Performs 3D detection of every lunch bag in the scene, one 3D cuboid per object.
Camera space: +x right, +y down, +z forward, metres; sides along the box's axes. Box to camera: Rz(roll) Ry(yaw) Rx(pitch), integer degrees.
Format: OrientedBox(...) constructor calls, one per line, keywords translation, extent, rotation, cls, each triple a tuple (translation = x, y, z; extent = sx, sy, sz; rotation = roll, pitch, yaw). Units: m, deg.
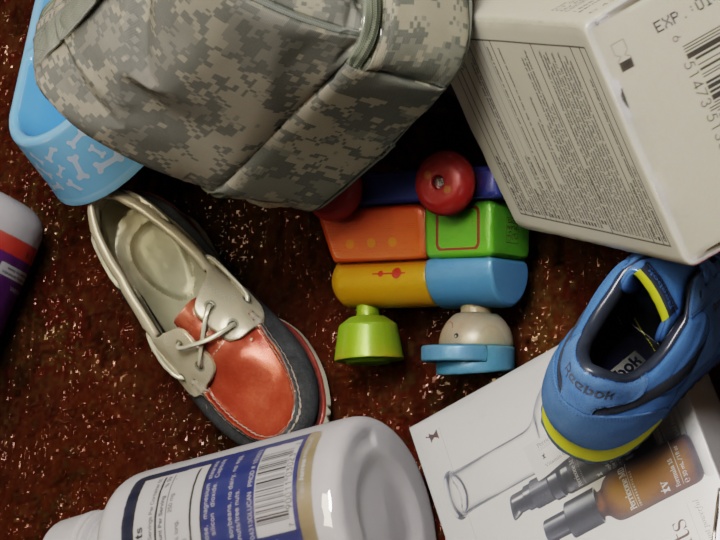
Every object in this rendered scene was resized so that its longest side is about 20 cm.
OrientedBox(translation=(-0.058, -0.131, 1.374), extent=(0.200, 0.167, 0.140), rotation=(-38, 51, 53), cls="lunch bag")

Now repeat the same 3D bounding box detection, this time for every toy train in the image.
OrientedBox(translation=(0.000, 0.000, 1.495), extent=(0.199, 0.084, 0.117), rotation=(-2, 85, 32), cls="toy train")

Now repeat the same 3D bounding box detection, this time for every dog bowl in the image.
OrientedBox(translation=(-0.151, -0.131, 1.610), extent=(0.111, 0.050, 0.201), rotation=(-27, 39, 33), cls="dog bowl")

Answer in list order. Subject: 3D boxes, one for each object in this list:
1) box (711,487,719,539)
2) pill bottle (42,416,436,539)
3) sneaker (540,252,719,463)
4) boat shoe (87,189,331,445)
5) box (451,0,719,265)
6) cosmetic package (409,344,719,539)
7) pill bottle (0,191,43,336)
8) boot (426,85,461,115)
OrientedBox(translation=(0.228, 0.207, 1.248), extent=(0.157, 0.050, 0.201), rotation=(6, 74, 8), cls="box")
OrientedBox(translation=(-0.069, 0.151, 1.457), extent=(0.199, 0.111, 0.112), rotation=(-16, 64, 27), cls="pill bottle")
OrientedBox(translation=(0.160, 0.008, 1.341), extent=(0.066, 0.079, 0.200), rotation=(34, 59, 16), cls="sneaker")
OrientedBox(translation=(-0.088, 0.028, 1.545), extent=(0.071, 0.063, 0.200), rotation=(-44, 56, 9), cls="boat shoe")
OrientedBox(translation=(0.134, -0.090, 1.338), extent=(0.109, 0.128, 0.200), rotation=(-30, 16, -15), cls="box")
OrientedBox(translation=(0.123, 0.135, 1.378), extent=(0.150, 0.052, 0.201), rotation=(-32, 59, 21), cls="cosmetic package")
OrientedBox(translation=(-0.273, 0.038, 1.627), extent=(0.112, 0.112, 0.201), rotation=(18, 83, 36), cls="pill bottle")
OrientedBox(translation=(-0.012, -0.132, 1.561), extent=(0.131, 0.070, 0.201), rotation=(-38, 46, 19), cls="boot")
